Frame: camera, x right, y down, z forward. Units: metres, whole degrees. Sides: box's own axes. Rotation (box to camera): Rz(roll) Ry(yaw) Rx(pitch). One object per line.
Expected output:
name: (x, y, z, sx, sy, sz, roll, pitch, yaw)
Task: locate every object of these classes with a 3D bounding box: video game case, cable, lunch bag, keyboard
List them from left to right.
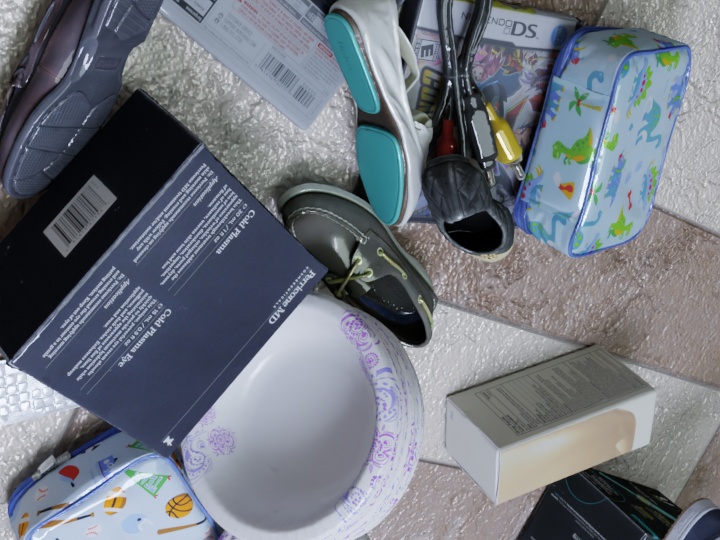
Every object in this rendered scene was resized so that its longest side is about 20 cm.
keyboard: (-0.213, 0.081, 0.958, 0.197, 0.011, 0.057, -13, 121, -26)
lunch bag: (-0.209, 0.229, 1.002, 0.159, 0.076, 0.202, -31, 128, -11)
video game case: (-0.055, -0.233, 0.877, 0.199, 0.023, 0.183, 36, 94, -39)
cable: (0.080, -0.152, 0.976, 0.096, 0.050, 0.203, -16, 113, -3)
video game case: (0.095, -0.137, 1.021, 0.178, 0.025, 0.203, 1, 114, -33)
lunch bag: (0.225, -0.118, 1.061, 0.160, 0.082, 0.203, -17, 126, -45)

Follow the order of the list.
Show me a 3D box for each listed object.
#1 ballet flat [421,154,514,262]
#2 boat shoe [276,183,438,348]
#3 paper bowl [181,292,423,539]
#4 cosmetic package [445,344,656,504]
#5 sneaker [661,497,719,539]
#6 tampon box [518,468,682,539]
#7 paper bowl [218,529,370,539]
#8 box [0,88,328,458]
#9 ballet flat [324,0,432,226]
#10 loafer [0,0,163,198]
ballet flat: (0.091, -0.039, 0.990, 0.065, 0.058, 0.200, -11, 161, 16)
boat shoe: (0.002, -0.001, 1.003, 0.071, 0.061, 0.201, -29, 134, 23)
paper bowl: (-0.042, 0.125, 0.955, 0.202, 0.200, 0.104, -54, 152, 5)
cosmetic package: (0.195, 0.155, 1.194, 0.197, 0.105, 0.072, -15, 123, -23)
sneaker: (0.339, 0.345, 1.189, 0.070, 0.108, 0.202, 28, 94, -37)
tampon box: (0.306, 0.327, 1.325, 0.198, 0.150, 0.128, 22, 101, -38)
paper bowl: (-0.059, 0.287, 1.056, 0.201, 0.103, 0.203, -45, 150, -34)
box: (-0.157, 0.007, 0.870, 0.200, 0.104, 0.182, -48, 138, -4)
ballet flat: (0.026, -0.130, 0.932, 0.069, 0.069, 0.202, -27, 124, -17)
loafer: (-0.205, -0.147, 0.816, 0.201, 0.063, 0.072, -55, 158, 17)
